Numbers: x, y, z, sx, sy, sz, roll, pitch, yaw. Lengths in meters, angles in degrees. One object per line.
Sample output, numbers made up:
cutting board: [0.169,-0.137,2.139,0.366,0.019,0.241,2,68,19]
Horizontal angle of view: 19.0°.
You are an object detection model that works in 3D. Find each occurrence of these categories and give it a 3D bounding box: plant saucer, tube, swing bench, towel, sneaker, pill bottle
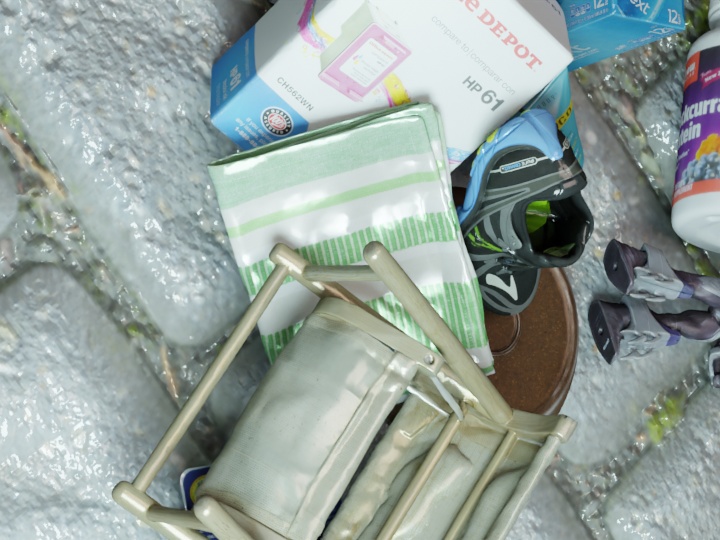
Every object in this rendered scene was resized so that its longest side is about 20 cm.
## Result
plant saucer: [0.084,0.037,1.516,0.199,0.034,0.202,7,78,-33]
tube: [0.122,-0.093,1.480,0.050,0.200,0.078,40,92,12]
swing bench: [-0.006,0.119,1.326,0.200,0.129,0.200,43,69,-25]
towel: [0.000,0.000,1.397,0.151,0.023,0.201,-17,116,-3]
sneaker: [0.107,-0.023,1.418,0.070,0.200,0.083,-27,65,-21]
pill bottle: [0.302,-0.121,1.650,0.111,0.111,0.202,18,70,-30]

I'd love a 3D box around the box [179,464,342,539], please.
box: [-0.056,0.219,1.383,0.120,0.032,0.202,-8,87,-35]

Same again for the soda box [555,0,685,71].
soda box: [0.134,-0.177,1.490,0.067,0.199,0.065,6,77,-34]

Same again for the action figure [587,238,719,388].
action figure: [0.270,0.032,1.608,0.198,0.069,0.131,5,119,-23]

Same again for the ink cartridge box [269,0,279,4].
ink cartridge box: [0.018,-0.279,1.489,0.145,0.083,0.202,6,77,-23]

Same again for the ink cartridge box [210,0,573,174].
ink cartridge box: [0.019,-0.136,1.401,0.144,0.200,0.085,40,20,-21]
